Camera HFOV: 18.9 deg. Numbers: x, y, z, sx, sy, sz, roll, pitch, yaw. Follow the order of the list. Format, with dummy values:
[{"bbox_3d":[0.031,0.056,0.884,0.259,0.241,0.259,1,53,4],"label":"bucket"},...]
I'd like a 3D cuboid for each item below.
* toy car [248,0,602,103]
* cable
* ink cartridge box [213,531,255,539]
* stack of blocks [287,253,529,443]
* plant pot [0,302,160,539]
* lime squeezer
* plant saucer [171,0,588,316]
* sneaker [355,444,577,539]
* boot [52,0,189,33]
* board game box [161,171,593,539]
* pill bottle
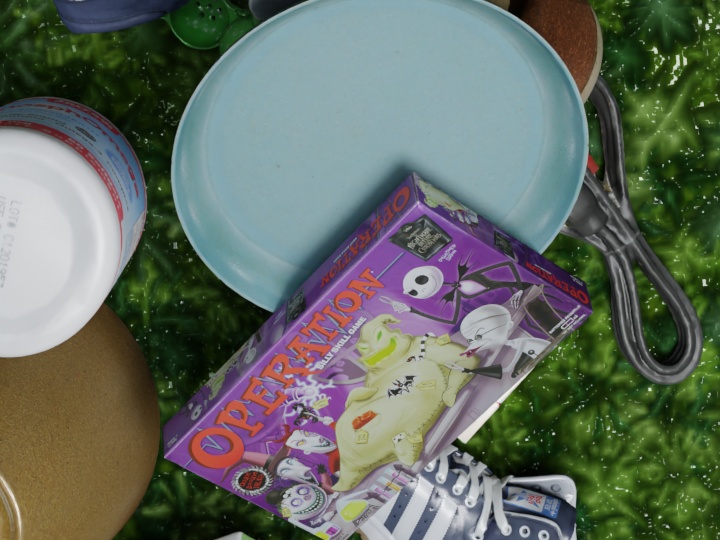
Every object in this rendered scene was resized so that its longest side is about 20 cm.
[{"bbox_3d":[0.019,-0.143,1.060,0.157,0.200,0.165,32,95,34],"label":"toy car"},{"bbox_3d":[0.129,-0.031,1.191,0.097,0.050,0.200,-46,110,-9],"label":"cable"},{"bbox_3d":[-0.083,0.207,1.147,0.199,0.105,0.059,-22,139,33],"label":"ink cartridge box"},{"bbox_3d":[0.000,0.000,1.148,0.200,0.115,0.059,42,98,-8],"label":"stack of blocks"},{"bbox_3d":[-0.206,0.106,1.126,0.184,0.200,0.188,0,102,1],"label":"plant pot"},{"bbox_3d":[-0.080,-0.125,1.134,0.199,0.070,0.038,33,110,34],"label":"lime squeezer"},{"bbox_3d":[0.009,-0.056,1.028,0.198,0.028,0.201,-4,129,-4],"label":"plant saucer"},{"bbox_3d":[0.048,0.116,1.181,0.108,0.070,0.201,-26,107,23],"label":"sneaker"},{"bbox_3d":[-0.074,-0.186,1.094,0.198,0.091,0.073,-18,63,2],"label":"boot"},{"bbox_3d":[0.006,0.050,1.082,0.120,0.032,0.200,32,119,-24],"label":"board game box"},{"bbox_3d":[-0.165,-0.030,1.098,0.108,0.200,0.110,0,101,0],"label":"pill bottle"}]
